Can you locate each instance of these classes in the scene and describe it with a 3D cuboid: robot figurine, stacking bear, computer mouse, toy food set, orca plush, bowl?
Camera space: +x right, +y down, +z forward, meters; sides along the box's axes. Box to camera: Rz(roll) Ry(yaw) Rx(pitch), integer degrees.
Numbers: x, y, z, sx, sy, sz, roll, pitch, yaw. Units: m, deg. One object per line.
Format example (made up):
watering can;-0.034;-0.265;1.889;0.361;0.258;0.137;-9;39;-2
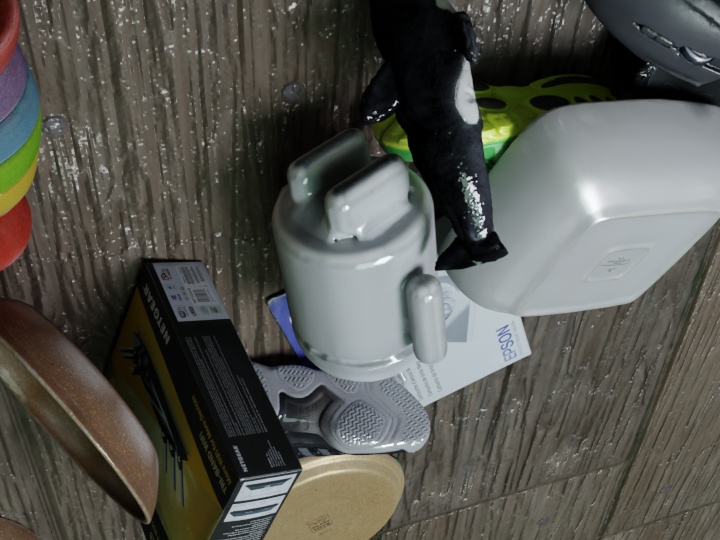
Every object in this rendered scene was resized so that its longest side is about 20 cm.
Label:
robot figurine;0.000;0.000;0.759;0.112;0.169;0.202;-30;139;-22
stacking bear;-0.238;-0.070;0.610;0.112;0.123;0.201;-5;146;-12
computer mouse;0.218;-0.164;0.667;0.046;0.200;0.140;-47;-174;-28
toy food set;-0.049;0.238;1.073;0.199;0.049;0.198;-35;139;10
orca plush;0.030;-0.096;0.667;0.070;0.105;0.203;-13;103;-15
bowl;0.178;-0.034;0.797;0.198;0.075;0.200;-5;149;-30

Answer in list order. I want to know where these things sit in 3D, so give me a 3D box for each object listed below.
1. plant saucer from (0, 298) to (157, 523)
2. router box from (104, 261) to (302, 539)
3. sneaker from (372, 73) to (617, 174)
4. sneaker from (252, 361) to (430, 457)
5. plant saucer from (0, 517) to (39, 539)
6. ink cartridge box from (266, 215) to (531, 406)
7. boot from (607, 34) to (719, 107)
plant saucer;-0.202;0.088;0.733;0.037;0.199;0.202;-42;145;-23
router box;-0.128;0.119;0.787;0.052;0.201;0.158;-2;135;-35
sneaker;0.103;-0.093;0.778;0.197;0.074;0.084;-6;132;-22
sneaker;-0.042;0.141;0.934;0.197;0.076;0.114;8;141;-3
plant saucer;-0.388;0.296;0.972;0.198;0.037;0.202;-14;138;-13
ink cartridge box;0.042;0.052;0.927;0.198;0.041;0.200;-26;140;0
boot;0.285;-0.189;0.778;0.161;0.074;0.199;14;123;-28
